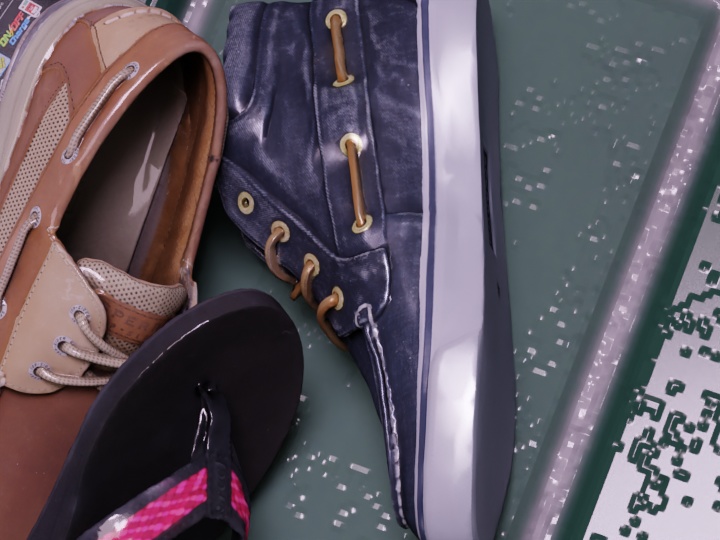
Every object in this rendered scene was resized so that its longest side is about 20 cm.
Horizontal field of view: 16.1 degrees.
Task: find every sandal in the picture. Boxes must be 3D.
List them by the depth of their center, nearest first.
[{"bbox_3d":[-0.074,0.098,0.795,0.045,0.075,0.200,36,93,44],"label":"sandal"}]

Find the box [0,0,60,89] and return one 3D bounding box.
[{"bbox_3d":[-0.186,-0.030,0.874,0.159,0.046,0.200,29,80,17],"label":"box"}]

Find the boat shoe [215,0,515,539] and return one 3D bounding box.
[{"bbox_3d":[0.000,0.000,0.827,0.091,0.071,0.201,-5,67,11],"label":"boat shoe"}]

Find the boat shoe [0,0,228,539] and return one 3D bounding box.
[{"bbox_3d":[-0.092,0.010,0.808,0.072,0.076,0.200,15,93,50],"label":"boat shoe"}]
